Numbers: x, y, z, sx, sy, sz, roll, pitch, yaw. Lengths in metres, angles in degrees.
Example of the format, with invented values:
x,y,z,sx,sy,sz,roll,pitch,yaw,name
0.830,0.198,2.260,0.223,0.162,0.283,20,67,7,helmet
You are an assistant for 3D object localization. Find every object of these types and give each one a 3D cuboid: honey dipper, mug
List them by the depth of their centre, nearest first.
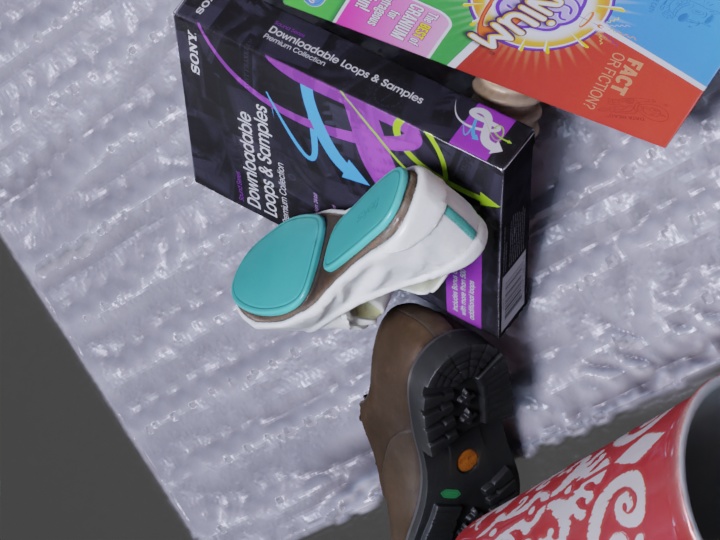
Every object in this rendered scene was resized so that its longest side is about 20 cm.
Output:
x,y,z,sx,sy,sz,roll,pitch,yaw,name
0.084,-0.158,1.284,0.038,0.038,0.201,22,122,23,honey dipper
0.154,0.166,1.352,0.200,0.133,0.178,-30,94,45,mug

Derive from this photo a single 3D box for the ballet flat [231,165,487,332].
x,y,z,sx,sy,sz,roll,pitch,yaw,name
0.000,0.000,1.355,0.070,0.069,0.200,56,149,-5,ballet flat

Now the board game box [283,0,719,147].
x,y,z,sx,sy,sz,roll,pitch,yaw,name
0.078,-0.142,1.209,0.199,0.040,0.153,20,150,-4,board game box

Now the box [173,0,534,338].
x,y,z,sx,sy,sz,roll,pitch,yaw,name
-0.004,-0.058,1.368,0.199,0.036,0.143,28,149,21,box

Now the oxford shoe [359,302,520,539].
x,y,z,sx,sy,sz,roll,pitch,yaw,name
0.039,0.101,1.447,0.084,0.072,0.201,40,139,43,oxford shoe
